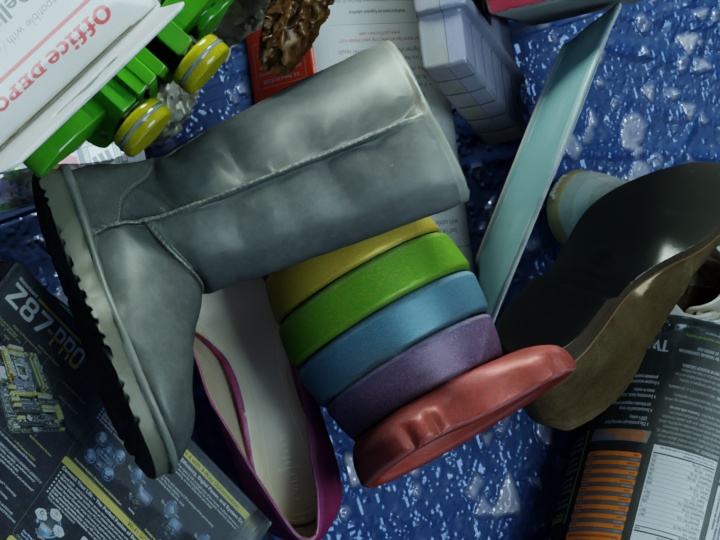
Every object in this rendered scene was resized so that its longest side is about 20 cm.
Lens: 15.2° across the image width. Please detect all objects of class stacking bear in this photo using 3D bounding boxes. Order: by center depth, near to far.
[{"bbox_3d":[0.000,0.000,1.391,0.121,0.114,0.200,-24,80,-31],"label":"stacking bear"}]

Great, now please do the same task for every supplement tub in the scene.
[{"bbox_3d":[0.177,0.137,1.576,0.122,0.122,0.201,30,67,-32],"label":"supplement tub"}]

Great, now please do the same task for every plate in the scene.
[{"bbox_3d":[0.100,-0.061,1.519,0.026,0.200,0.201,21,66,3],"label":"plate"}]

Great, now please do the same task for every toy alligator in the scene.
[{"bbox_3d":[-0.089,-0.118,1.302,0.059,0.054,0.200,41,82,3],"label":"toy alligator"}]

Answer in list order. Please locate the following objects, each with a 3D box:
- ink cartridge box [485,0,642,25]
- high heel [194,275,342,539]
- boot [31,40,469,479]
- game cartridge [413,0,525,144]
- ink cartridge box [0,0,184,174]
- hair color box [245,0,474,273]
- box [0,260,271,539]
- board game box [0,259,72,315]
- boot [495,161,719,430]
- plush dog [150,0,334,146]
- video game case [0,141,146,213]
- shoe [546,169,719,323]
[{"bbox_3d":[0.101,-0.244,1.502,0.145,0.083,0.201,-13,91,-76],"label":"ink cartridge box"},{"bbox_3d":[-0.061,0.047,1.406,0.067,0.096,0.201,-16,103,-4],"label":"high heel"},{"bbox_3d":[-0.042,-0.008,1.306,0.199,0.073,0.182,-15,70,-15],"label":"boot"},{"bbox_3d":[0.055,-0.185,1.511,0.130,0.038,0.201,50,31,-68],"label":"game cartridge"},{"bbox_3d":[-0.167,-0.105,1.210,0.117,0.200,0.067,-45,110,-15],"label":"ink cartridge box"},{"bbox_3d":[0.000,-0.065,1.497,0.101,0.061,0.201,-6,87,-40],"label":"hair color box"},{"bbox_3d":[-0.155,0.120,1.316,0.200,0.049,0.161,47,59,-23],"label":"box"},{"bbox_3d":[-0.176,0.114,1.350,0.135,0.028,0.200,38,62,-30],"label":"board game box"},{"bbox_3d":[0.153,0.012,1.547,0.200,0.073,0.076,-41,134,-27],"label":"boot"},{"bbox_3d":[-0.071,-0.180,1.382,0.160,0.172,0.201,-22,97,-39],"label":"plush dog"},{"bbox_3d":[-0.212,-0.092,1.311,0.199,0.018,0.144,-16,100,-22],"label":"video game case"},{"bbox_3d":[0.190,0.009,1.643,0.200,0.053,0.070,40,63,-34],"label":"shoe"}]
